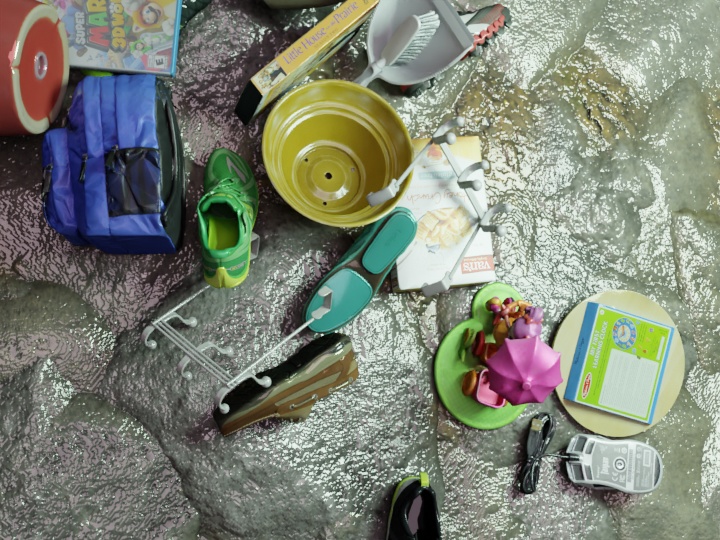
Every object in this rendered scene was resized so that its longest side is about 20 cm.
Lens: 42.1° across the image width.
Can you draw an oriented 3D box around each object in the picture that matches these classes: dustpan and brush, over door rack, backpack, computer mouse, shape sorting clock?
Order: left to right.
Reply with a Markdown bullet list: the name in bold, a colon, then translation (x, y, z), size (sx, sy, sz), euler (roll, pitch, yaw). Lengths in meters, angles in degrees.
- **backpack**: translation (-0.291, -0.130, 1.113), size (0.164, 0.162, 0.204), euler (0, 83, -11)
- **over door rack**: translation (-0.147, 0.067, 1.146), size (0.147, 0.067, 0.200), euler (34, 61, 24)
- **dustpan and brush**: translation (0.040, -0.281, 1.228), size (0.057, 0.200, 0.141), euler (-19, 72, -47)
- **over door rack**: translation (0.113, -0.085, 1.166), size (0.200, 0.066, 0.149), euler (-46, 111, -41)
- **computer mouse**: translation (0.314, 0.263, 1.277), size (0.196, 0.044, 0.112), euler (12, 75, -7)
- **shape sorting clock**: translation (0.358, 0.129, 1.307), size (0.196, 0.039, 0.204), euler (0, 90, -13)

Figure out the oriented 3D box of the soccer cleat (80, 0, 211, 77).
- **soccer cleat**: translation (-0.265, -0.295, 1.198), size (0.198, 0.067, 0.082), euler (-34, 100, -10)

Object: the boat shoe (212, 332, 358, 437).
- **boat shoe**: translation (-0.086, 0.156, 1.173), size (0.198, 0.076, 0.075), euler (-30, 108, -11)

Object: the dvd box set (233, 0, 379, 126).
- **dvd box set**: translation (-0.072, -0.272, 1.198), size (0.200, 0.146, 0.030), euler (-43, 95, -16)

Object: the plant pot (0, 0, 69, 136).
- **plant pot**: translation (-0.437, -0.237, 1.049), size (0.174, 0.201, 0.204), euler (8, 80, 5)

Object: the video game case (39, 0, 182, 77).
- **video game case**: translation (-0.321, -0.318, 1.151), size (0.196, 0.018, 0.146), euler (5, 85, -2)

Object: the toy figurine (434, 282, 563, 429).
- **toy figurine**: translation (0.198, 0.102, 1.195), size (0.148, 0.184, 0.203), euler (19, 77, -11)

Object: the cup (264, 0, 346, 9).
- **cup**: translation (-0.081, -0.421, 1.208), size (0.142, 0.200, 0.203), euler (-28, 90, 10)

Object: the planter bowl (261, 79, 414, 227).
- **planter bowl**: translation (-0.035, -0.137, 1.212), size (0.196, 0.084, 0.204), euler (5, 70, -13)

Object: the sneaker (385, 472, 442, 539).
- **sneaker**: translation (0.064, 0.357, 1.177), size (0.070, 0.083, 0.204), euler (3, 82, -13)

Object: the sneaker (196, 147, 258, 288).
- **sneaker**: translation (-0.163, -0.077, 1.157), size (0.073, 0.084, 0.203), euler (-3, 56, -5)

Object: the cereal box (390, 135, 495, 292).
- **cereal box**: translation (0.103, -0.077, 1.269), size (0.141, 0.039, 0.204), euler (-5, 83, -16)

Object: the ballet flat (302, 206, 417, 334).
- **ballet flat**: translation (0.000, 0.000, 1.212), size (0.067, 0.070, 0.201), euler (40, 94, -10)

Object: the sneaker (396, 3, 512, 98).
- **sneaker**: translation (0.121, -0.327, 1.293), size (0.199, 0.071, 0.099), euler (-35, 94, -15)
